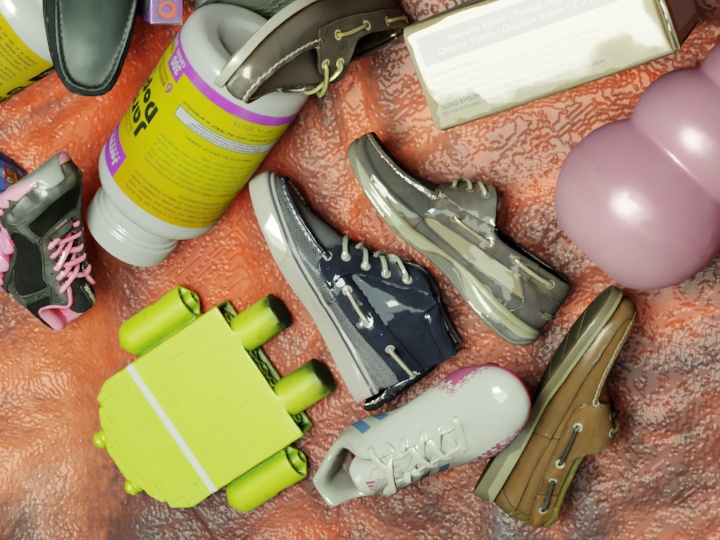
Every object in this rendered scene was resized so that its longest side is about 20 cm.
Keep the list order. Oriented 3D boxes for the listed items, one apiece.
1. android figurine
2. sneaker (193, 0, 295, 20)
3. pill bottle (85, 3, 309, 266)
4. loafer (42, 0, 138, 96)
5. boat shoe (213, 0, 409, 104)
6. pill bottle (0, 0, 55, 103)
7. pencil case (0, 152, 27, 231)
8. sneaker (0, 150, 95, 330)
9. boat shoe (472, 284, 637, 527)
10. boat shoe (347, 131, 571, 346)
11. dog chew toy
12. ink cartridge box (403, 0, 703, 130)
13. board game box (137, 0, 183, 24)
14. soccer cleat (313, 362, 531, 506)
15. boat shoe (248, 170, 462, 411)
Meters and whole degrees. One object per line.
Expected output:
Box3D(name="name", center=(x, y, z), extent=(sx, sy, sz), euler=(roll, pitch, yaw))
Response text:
Box3D(name="android figurine", center=(-0.123, 0.107, 1.447), extent=(0.200, 0.041, 0.182), euler=(-35, 91, 19))
Box3D(name="sneaker", center=(-0.060, -0.274, 1.333), extent=(0.202, 0.077, 0.146), euler=(-29, 66, 45))
Box3D(name="pill bottle", center=(-0.127, -0.094, 1.361), extent=(0.104, 0.104, 0.200), euler=(41, 123, 4))
Box3D(name="loafer", center=(-0.186, -0.221, 1.286), extent=(0.068, 0.070, 0.201), euler=(4, 99, -13))
Box3D(name="boat shoe", center=(-0.029, -0.158, 1.285), extent=(0.060, 0.200, 0.072), euler=(50, 128, -1))
Box3D(name="pill bottle", center=(-0.281, -0.186, 1.389), extent=(0.200, 0.112, 0.113), euler=(-27, 94, 19))
Box3D(name="pencil case", center=(-0.341, -0.008, 1.460), extent=(0.078, 0.087, 0.200), euler=(46, 112, 39))
Box3D(name="sneaker", center=(-0.229, -0.016, 1.388), extent=(0.095, 0.079, 0.200), euler=(48, 153, 9))
Box3D(name="boat shoe", center=(0.160, 0.102, 1.359), extent=(0.068, 0.072, 0.200), euler=(31, 117, 3))
Box3D(name="boat shoe", center=(0.075, -0.035, 1.354), extent=(0.073, 0.075, 0.200), euler=(-44, 97, 9))
Box3D(name="dog chew toy", center=(0.229, -0.083, 1.273), extent=(0.125, 0.125, 0.200), euler=(43, 101, 3))
Box3D(name="ink cartridge box", center=(0.134, -0.164, 1.234), extent=(0.165, 0.200, 0.075), euler=(-19, 97, 18))
Box3D(name="board game box", center=(-0.149, -0.284, 1.331), extent=(0.032, 0.120, 0.200), euler=(-3, 103, -18))
Box3D(name="soccer cleat", center=(0.043, 0.130, 1.347), extent=(0.200, 0.086, 0.070), euler=(-29, 98, 47))
Box3D(name="boat shoe", center=(0.000, 0.000, 1.380), extent=(0.093, 0.075, 0.200), euler=(-26, 102, 13))
